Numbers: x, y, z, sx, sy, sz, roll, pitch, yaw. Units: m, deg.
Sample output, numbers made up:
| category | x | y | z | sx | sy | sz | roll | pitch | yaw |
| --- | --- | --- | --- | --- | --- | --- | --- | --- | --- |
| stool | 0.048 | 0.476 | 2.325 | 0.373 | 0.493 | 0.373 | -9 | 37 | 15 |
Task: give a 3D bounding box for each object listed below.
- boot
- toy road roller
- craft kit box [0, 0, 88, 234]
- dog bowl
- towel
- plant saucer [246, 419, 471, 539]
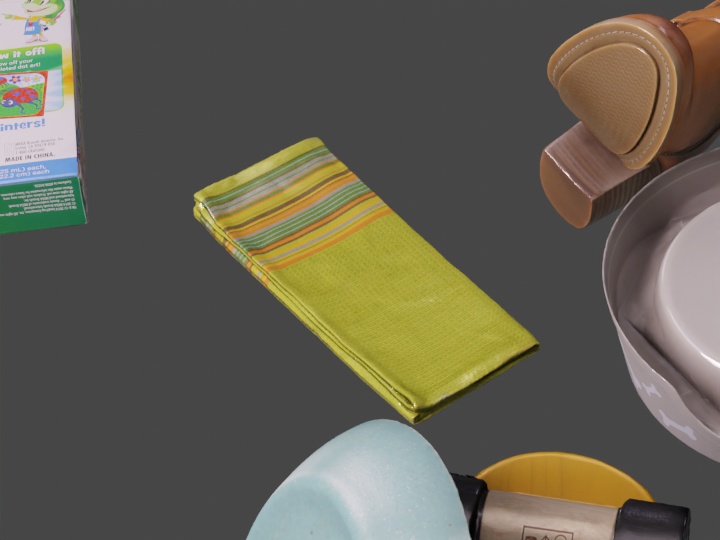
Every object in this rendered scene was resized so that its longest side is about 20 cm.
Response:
| category | x | y | z | sx | sy | sz | roll | pitch | yaw |
| --- | --- | --- | --- | --- | --- | --- | --- | --- | --- |
| boot | 0.172 | -0.111 | 1.259 | 0.155 | 0.200 | 0.074 | -36 | 80 | -17 |
| toy road roller | 0.080 | 0.180 | 1.061 | 0.123 | 0.146 | 0.200 | 7 | 84 | 11 |
| craft kit box | -0.258 | -0.095 | 1.385 | 0.200 | 0.049 | 0.198 | -6 | 49 | -2 |
| dog bowl | 0.221 | 0.021 | 1.223 | 0.200 | 0.059 | 0.200 | -2 | 45 | 2 |
| towel | 0.000 | 0.000 | 1.289 | 0.086 | 0.018 | 0.200 | -31 | 52 | -22 |
| plant saucer | -0.014 | 0.160 | 1.014 | 0.036 | 0.200 | 0.200 | 8 | 40 | -26 |
